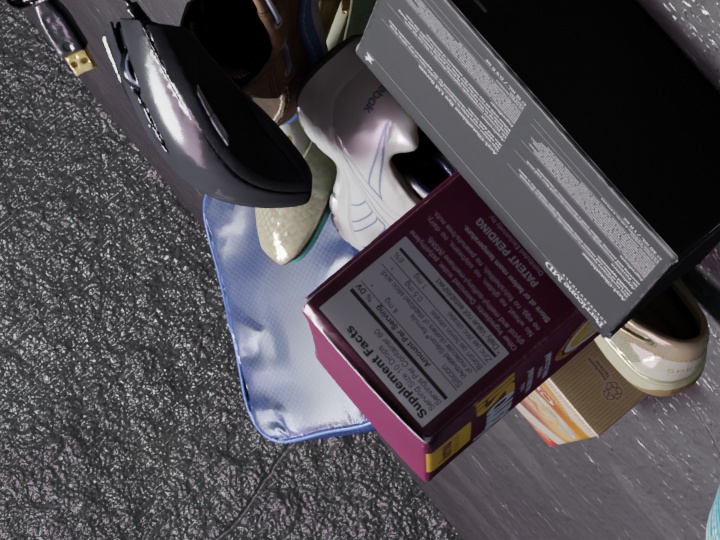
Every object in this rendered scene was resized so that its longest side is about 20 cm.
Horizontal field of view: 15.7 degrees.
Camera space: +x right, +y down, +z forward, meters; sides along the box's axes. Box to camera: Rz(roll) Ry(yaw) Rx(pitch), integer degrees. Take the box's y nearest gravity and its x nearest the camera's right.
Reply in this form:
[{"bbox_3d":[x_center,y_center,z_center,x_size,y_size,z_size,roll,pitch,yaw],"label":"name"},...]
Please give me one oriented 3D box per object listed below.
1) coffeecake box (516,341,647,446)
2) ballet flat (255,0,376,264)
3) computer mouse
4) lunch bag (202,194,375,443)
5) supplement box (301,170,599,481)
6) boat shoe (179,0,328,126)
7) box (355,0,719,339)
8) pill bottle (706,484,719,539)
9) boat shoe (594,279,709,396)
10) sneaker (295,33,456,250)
[{"bbox_3d":[0.122,0.037,1.774,0.154,0.073,0.200,50,173,2],"label":"coffeecake box"},{"bbox_3d":[-0.032,-0.103,1.535,0.062,0.200,0.067,27,167,-30],"label":"ballet flat"},{"bbox_3d":[-0.120,-0.097,1.405,0.200,0.046,0.140,51,155,-23],"label":"computer mouse"},{"bbox_3d":[0.000,0.000,1.638,0.136,0.132,0.200,-11,91,43],"label":"lunch bag"},{"bbox_3d":[0.077,0.005,1.405,0.103,0.200,0.131,49,173,11],"label":"supplement box"},{"bbox_3d":[-0.064,-0.131,1.411,0.072,0.072,0.200,34,152,17],"label":"boat shoe"},{"bbox_3d":[0.097,-0.080,1.280,0.200,0.079,0.141,49,160,7],"label":"box"},{"bbox_3d":[0.245,0.139,1.413,0.111,0.111,0.200,48,172,15],"label":"pill bottle"},{"bbox_3d":[0.130,-0.016,1.515,0.200,0.072,0.065,49,159,20],"label":"boat shoe"},{"bbox_3d":[0.026,-0.047,1.479,0.087,0.075,0.200,39,169,33],"label":"sneaker"}]
